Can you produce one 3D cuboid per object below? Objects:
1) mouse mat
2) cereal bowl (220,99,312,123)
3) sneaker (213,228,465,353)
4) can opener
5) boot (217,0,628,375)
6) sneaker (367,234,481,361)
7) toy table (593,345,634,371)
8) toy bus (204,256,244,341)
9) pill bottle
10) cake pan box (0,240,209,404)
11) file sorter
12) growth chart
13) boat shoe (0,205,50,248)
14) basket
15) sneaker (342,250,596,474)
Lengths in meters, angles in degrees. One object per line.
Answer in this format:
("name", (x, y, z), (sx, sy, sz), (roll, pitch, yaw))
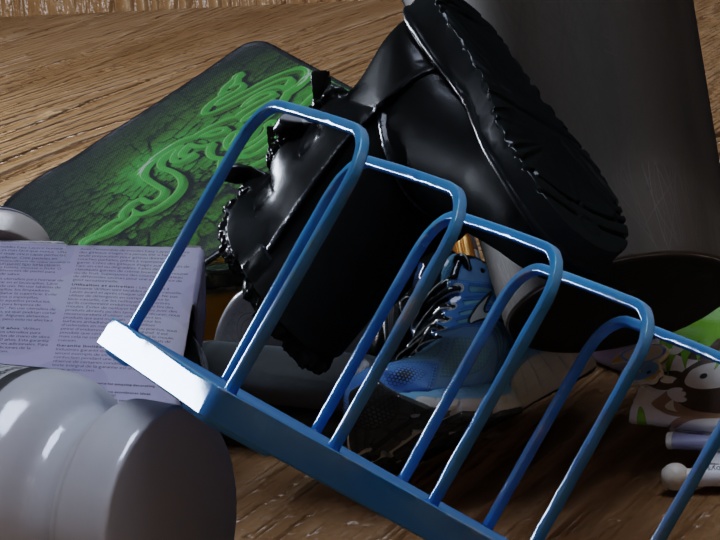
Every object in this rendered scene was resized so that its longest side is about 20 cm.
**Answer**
("mouse mat", (-0.092, -0.059, 1.461), (0.200, 0.008, 0.161), (-35, 39, -21))
("cereal bowl", (-0.021, -0.031, 1.571), (0.200, 0.084, 0.200), (-5, -19, -2))
("sneaker", (0.000, 0.000, 1.338), (0.099, 0.071, 0.200), (-37, -9, -49))
("can opener", (-0.072, 0.070, 1.318), (0.200, 0.053, 0.067), (0, 47, 31))
("boot", (0.020, -0.020, 1.156), (0.073, 0.162, 0.198), (25, 25, -42))
("sneaker", (0.029, 0.000, 1.413), (0.077, 0.078, 0.200), (-15, 33, 6))
("toy table", (0.192, -0.011, 1.393), (0.184, 0.117, 0.200), (-16, 17, -41))
("toy bus", (-0.119, 0.030, 1.454), (0.200, 0.065, 0.078), (-9, 13, -16))
("pill bottle", (-0.159, 0.095, 1.042), (0.200, 0.116, 0.116), (4, 15, 29))
("cake pan box", (-0.170, 0.052, 1.224), (0.199, 0.052, 0.184), (0, 35, 0))
("file sorter", (0.026, 0.036, 1.000), (0.200, 0.123, 0.139), (30, -3, -23))
("growth chart", (0.193, 0.046, 1.230), (0.144, 0.018, 0.200), (-6, 32, 7))
("boat shoe", (-0.230, -0.001, 1.376), (0.200, 0.075, 0.093), (-34, 36, 37))
("basket", (0.105, -0.073, 1.239), (0.136, 0.200, 0.180), (-2, -24, -19))
("sneaker", (0.038, 0.039, 1.241), (0.078, 0.090, 0.200), (-29, -4, 26))
